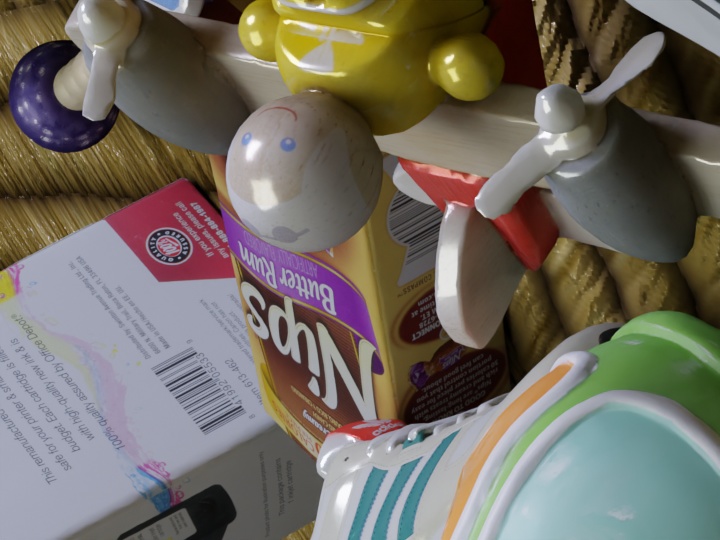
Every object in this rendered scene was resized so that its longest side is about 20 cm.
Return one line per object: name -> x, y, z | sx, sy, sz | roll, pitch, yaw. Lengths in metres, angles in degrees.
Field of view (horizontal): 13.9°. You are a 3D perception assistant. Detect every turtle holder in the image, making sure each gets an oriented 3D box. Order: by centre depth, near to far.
turtle holder -> 0.099, 0.111, 0.874 | 0.186, 0.131, 0.141 | 64, 159, -5

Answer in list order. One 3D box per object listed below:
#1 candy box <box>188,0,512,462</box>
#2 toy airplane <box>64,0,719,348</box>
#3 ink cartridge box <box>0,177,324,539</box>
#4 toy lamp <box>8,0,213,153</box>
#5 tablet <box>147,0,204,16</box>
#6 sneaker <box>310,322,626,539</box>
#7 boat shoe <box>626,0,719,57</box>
candy box -> 0.000, 0.000, 1.086 | 0.117, 0.056, 0.200 | 42, 153, 43
toy airplane -> 0.011, -0.049, 0.865 | 0.199, 0.141, 0.200 | 43, 146, -3
ink cartridge box -> -0.118, 0.070, 1.250 | 0.146, 0.200, 0.083 | 48, 156, 34
toy lamp -> -0.100, -0.088, 1.218 | 0.058, 0.058, 0.200 | 62, 163, -2
tablet -> -0.100, -0.175, 1.102 | 0.200, 0.014, 0.131 | 30, 119, 57
sneaker -> 0.025, 0.073, 1.007 | 0.094, 0.070, 0.200 | 57, 130, 31
boat shoe -> 0.110, -0.081, 0.689 | 0.200, 0.071, 0.064 | 34, 147, 56
